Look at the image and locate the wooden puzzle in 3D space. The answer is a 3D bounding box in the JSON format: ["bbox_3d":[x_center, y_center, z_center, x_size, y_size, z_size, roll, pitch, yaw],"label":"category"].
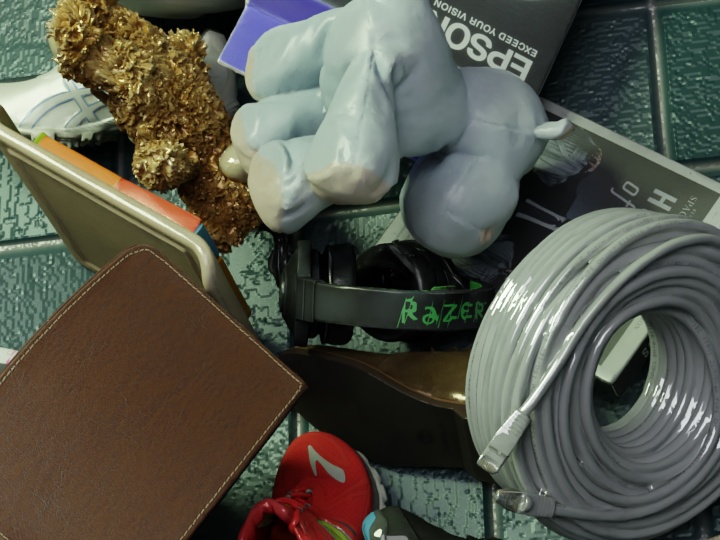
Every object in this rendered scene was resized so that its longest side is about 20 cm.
[{"bbox_3d":[-0.138,-0.017,1.382,0.200,0.185,0.037,34,75,24],"label":"wooden puzzle"}]

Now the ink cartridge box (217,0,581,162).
[{"bbox_3d":[0.037,-0.180,1.418,0.198,0.043,0.200,26,73,-3],"label":"ink cartridge box"}]

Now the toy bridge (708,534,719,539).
[{"bbox_3d":[0.238,0.249,1.266,0.067,0.027,0.200,-22,65,7],"label":"toy bridge"}]

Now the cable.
[{"bbox_3d":[0.157,0.063,1.279,0.069,0.200,0.200,21,85,55],"label":"cable"}]

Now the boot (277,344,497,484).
[{"bbox_3d":[0.043,0.078,1.376,0.200,0.074,0.075,14,44,22],"label":"boot"}]

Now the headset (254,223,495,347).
[{"bbox_3d":[0.000,0.000,1.360,0.200,0.123,0.094,9,97,57],"label":"headset"}]

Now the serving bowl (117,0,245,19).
[{"bbox_3d":[-0.146,-0.211,1.479,0.200,0.200,0.066,13,104,18],"label":"serving bowl"}]

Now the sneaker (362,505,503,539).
[{"bbox_3d":[0.094,0.182,1.267,0.200,0.073,0.082,32,96,-11],"label":"sneaker"}]

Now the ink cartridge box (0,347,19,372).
[{"bbox_3d":[-0.241,0.126,1.378,0.200,0.086,0.148,8,58,27],"label":"ink cartridge box"}]

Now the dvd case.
[{"bbox_3d":[0.125,-0.025,1.393,0.200,0.025,0.150,29,77,33],"label":"dvd case"}]

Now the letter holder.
[{"bbox_3d":[-0.154,0.102,1.259,0.142,0.101,0.200,43,58,-8],"label":"letter holder"}]

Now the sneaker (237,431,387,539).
[{"bbox_3d":[-0.035,0.158,1.308,0.077,0.085,0.200,-20,34,19],"label":"sneaker"}]

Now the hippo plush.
[{"bbox_3d":[0.028,-0.095,1.337,0.159,0.161,0.200,8,75,54],"label":"hippo plush"}]

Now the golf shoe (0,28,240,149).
[{"bbox_3d":[-0.178,-0.128,1.483,0.200,0.078,0.097,3,98,7],"label":"golf shoe"}]

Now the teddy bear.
[{"bbox_3d":[-0.120,-0.107,1.373,0.067,0.145,0.200,-35,92,17],"label":"teddy bear"}]
